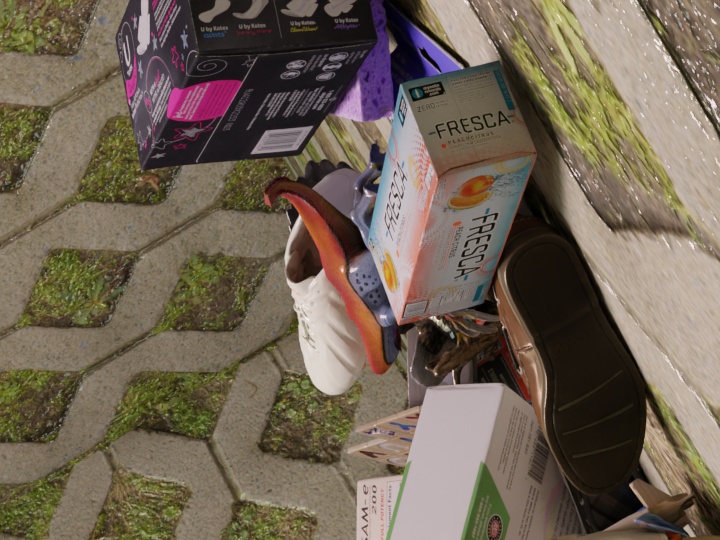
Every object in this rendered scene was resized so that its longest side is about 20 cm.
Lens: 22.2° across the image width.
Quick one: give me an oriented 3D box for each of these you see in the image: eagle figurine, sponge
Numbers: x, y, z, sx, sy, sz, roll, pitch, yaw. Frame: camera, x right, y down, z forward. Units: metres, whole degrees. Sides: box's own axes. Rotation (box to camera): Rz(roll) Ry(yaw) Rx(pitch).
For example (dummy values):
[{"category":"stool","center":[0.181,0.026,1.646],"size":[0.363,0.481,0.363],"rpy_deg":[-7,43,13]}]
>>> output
[{"category":"eagle figurine","center":[0.048,-0.012,1.509],"size":[0.200,0.151,0.152],"rpy_deg":[47,-176,16]},{"category":"sponge","center":[-0.029,-0.174,1.357],"size":[0.200,0.030,0.112],"rpy_deg":[-155,57,-67]}]

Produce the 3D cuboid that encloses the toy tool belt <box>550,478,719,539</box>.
[{"category":"toy tool belt","center":[0.203,0.206,1.255],"size":[0.125,0.123,0.200],"rpy_deg":[61,-175,6]}]

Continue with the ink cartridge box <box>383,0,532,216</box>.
[{"category":"ink cartridge box","center":[0.065,-0.080,1.286],"size":[0.200,0.043,0.198],"rpy_deg":[62,176,-27]}]

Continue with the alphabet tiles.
[{"category":"alphabet tiles","center":[0.082,0.152,1.618],"size":[0.200,0.167,0.008],"rpy_deg":[-25,54,53]}]

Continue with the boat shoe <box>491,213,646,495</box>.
[{"category":"boat shoe","center":[0.136,0.051,1.213],"size":[0.068,0.072,0.201],"rpy_deg":[-127,18,-65]}]

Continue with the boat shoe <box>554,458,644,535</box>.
[{"category":"boat shoe","center":[0.212,0.201,1.454],"size":[0.066,0.070,0.201],"rpy_deg":[-127,14,-73]}]

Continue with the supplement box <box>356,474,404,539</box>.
[{"category":"supplement box","center":[0.111,0.226,1.693],"size":[0.126,0.199,0.074],"rpy_deg":[19,-114,-49]}]

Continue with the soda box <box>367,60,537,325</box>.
[{"category":"soda box","center":[0.052,-0.042,1.118],"size":[0.200,0.063,0.069],"rpy_deg":[103,150,-63]}]

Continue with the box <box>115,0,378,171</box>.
[{"category":"box","center":[-0.084,-0.163,1.279],"size":[0.200,0.132,0.115],"rpy_deg":[133,127,-65]}]

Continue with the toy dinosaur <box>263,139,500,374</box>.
[{"category":"toy dinosaur","center":[0.000,0.000,1.352],"size":[0.105,0.199,0.182],"rpy_deg":[-113,31,-52]}]

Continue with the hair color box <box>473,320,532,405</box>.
[{"category":"hair color box","center":[0.115,0.086,1.886],"size":[0.102,0.061,0.200],"rpy_deg":[61,178,-29]}]

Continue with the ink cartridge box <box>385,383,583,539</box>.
[{"category":"ink cartridge box","center":[0.124,0.200,1.488],"size":[0.084,0.145,0.200],"rpy_deg":[-6,147,41]}]

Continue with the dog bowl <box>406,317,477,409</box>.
[{"category":"dog bowl","center":[0.077,0.074,1.690],"size":[0.200,0.058,0.201],"rpy_deg":[-1,-90,-85]}]

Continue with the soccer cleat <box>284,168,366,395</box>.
[{"category":"soccer cleat","center":[-0.030,0.014,1.412],"size":[0.069,0.077,0.201],"rpy_deg":[29,128,32]}]
